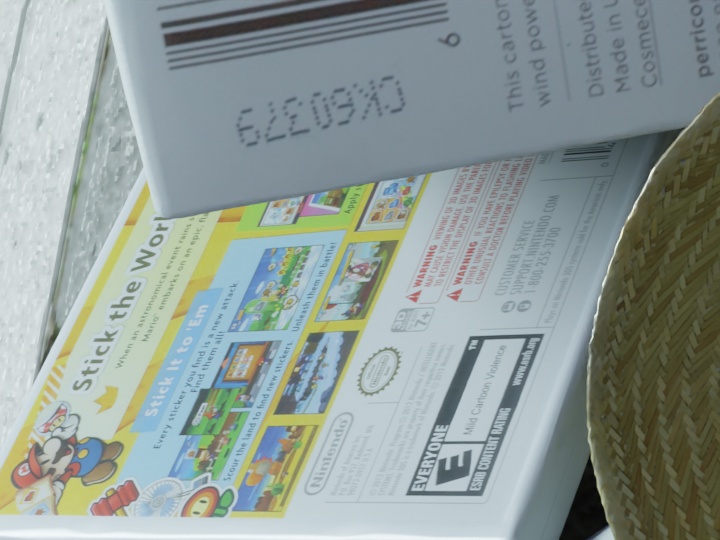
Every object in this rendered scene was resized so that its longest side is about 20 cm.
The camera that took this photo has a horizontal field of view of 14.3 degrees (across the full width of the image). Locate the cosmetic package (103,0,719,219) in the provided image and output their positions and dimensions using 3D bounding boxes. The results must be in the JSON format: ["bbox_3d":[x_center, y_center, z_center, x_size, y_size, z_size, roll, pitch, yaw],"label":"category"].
[{"bbox_3d":[0.014,-0.131,0.733,0.200,0.165,0.165,-95,-5,-69],"label":"cosmetic package"}]

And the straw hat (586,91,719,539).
[{"bbox_3d":[0.149,0.033,0.675,0.085,0.201,0.201,-17,-53,-81],"label":"straw hat"}]

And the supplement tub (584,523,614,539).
[{"bbox_3d":[0.052,0.146,0.746,0.200,0.122,0.123,-38,51,38],"label":"supplement tub"}]

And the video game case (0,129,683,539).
[{"bbox_3d":[0.000,0.000,0.799,0.182,0.023,0.200,-3,49,34],"label":"video game case"}]
